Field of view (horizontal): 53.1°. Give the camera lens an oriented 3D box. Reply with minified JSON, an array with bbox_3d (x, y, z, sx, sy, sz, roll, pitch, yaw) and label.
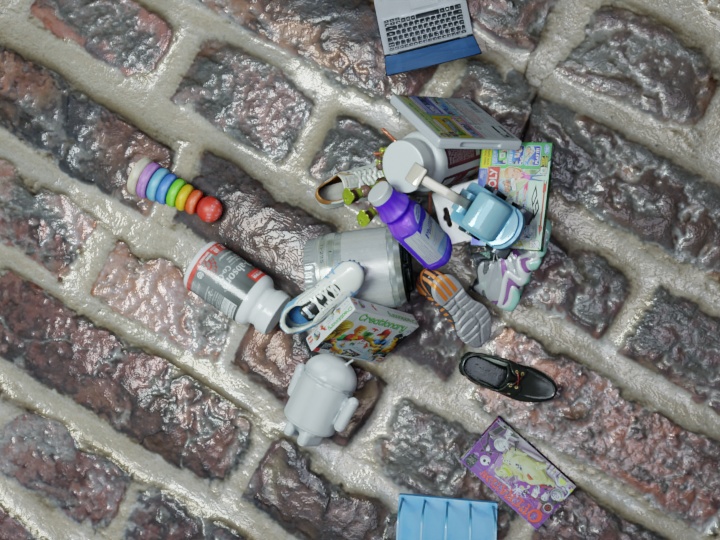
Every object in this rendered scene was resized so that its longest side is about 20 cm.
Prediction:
[{"bbox_3d":[0.000,0.000,1.418,0.199,0.160,0.161,-7,88,8],"label":"camera lens"}]

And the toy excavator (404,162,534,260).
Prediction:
[{"bbox_3d":[0.191,-0.117,1.273,0.194,0.200,0.100,37,100,25],"label":"toy excavator"}]

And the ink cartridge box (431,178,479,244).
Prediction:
[{"bbox_3d":[0.250,-0.124,1.431,0.199,0.067,0.118,-15,88,7],"label":"ink cartridge box"}]

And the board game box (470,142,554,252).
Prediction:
[{"bbox_3d":[0.286,-0.140,1.358,0.134,0.029,0.201,6,88,24],"label":"board game box"}]

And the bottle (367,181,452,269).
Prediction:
[{"bbox_3d":[0.093,-0.086,1.339,0.065,0.084,0.200,-24,129,32],"label":"bottle"}]

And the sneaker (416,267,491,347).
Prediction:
[{"bbox_3d":[0.184,0.063,1.437,0.077,0.112,0.200,-39,118,-6],"label":"sneaker"}]

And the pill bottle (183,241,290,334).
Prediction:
[{"bbox_3d":[-0.250,0.038,1.476,0.200,0.116,0.116,33,94,7],"label":"pill bottle"}]

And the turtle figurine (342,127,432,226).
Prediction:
[{"bbox_3d":[0.042,-0.165,1.414,0.161,0.064,0.201,-31,100,-27],"label":"turtle figurine"}]

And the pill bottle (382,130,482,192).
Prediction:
[{"bbox_3d":[0.139,-0.215,1.370,0.114,0.200,0.115,17,117,37],"label":"pill bottle"}]

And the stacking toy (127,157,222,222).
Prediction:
[{"bbox_3d":[-0.385,-0.158,1.520,0.199,0.085,0.086,28,93,2],"label":"stacking toy"}]

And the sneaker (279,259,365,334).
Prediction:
[{"bbox_3d":[-0.069,0.055,1.323,0.200,0.073,0.072,-39,101,25],"label":"sneaker"}]

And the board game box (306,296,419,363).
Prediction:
[{"bbox_3d":[0.007,0.118,1.389,0.126,0.200,0.035,-45,53,23],"label":"board game box"}]

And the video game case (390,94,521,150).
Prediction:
[{"bbox_3d":[0.176,-0.280,1.358,0.181,0.200,0.022,-3,127,-26],"label":"video game case"}]

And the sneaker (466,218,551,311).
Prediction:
[{"bbox_3d":[0.274,-0.029,1.400,0.139,0.078,0.201,25,109,5],"label":"sneaker"}]

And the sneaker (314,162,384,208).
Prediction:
[{"bbox_3d":[0.003,-0.174,1.459,0.199,0.085,0.073,-21,85,5],"label":"sneaker"}]

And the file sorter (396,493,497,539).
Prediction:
[{"bbox_3d":[0.166,0.529,1.409,0.199,0.123,0.140,3,89,8],"label":"file sorter"}]

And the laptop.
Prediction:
[{"bbox_3d":[0.128,-0.487,1.428,0.186,0.116,0.201,-11,88,7],"label":"laptop"}]

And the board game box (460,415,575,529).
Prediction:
[{"bbox_3d":[0.313,0.402,1.438,0.200,0.032,0.120,41,99,6],"label":"board game box"}]

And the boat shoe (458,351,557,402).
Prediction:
[{"bbox_3d":[0.291,0.215,1.426,0.200,0.063,0.074,18,90,6],"label":"boat shoe"}]

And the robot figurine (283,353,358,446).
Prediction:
[{"bbox_3d":[-0.079,0.253,1.450,0.169,0.113,0.201,28,94,31],"label":"robot figurine"}]
